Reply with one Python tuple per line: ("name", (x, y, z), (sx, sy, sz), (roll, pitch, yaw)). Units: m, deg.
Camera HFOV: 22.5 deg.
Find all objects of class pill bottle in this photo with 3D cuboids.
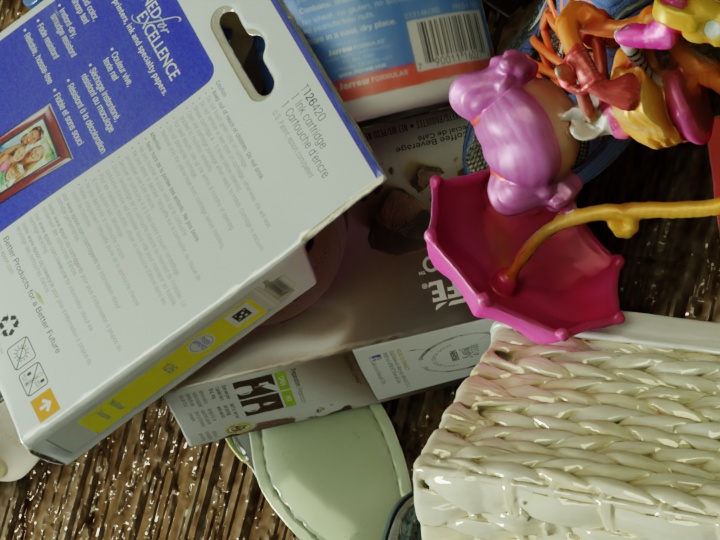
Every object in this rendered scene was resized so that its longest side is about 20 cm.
("pill bottle", (-0.009, -0.170, 0.858), (0.112, 0.112, 0.201), (-13, 92, 24))

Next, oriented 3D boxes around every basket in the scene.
("basket", (0.132, 0.108, 0.746), (0.199, 0.136, 0.123), (7, 34, 30))

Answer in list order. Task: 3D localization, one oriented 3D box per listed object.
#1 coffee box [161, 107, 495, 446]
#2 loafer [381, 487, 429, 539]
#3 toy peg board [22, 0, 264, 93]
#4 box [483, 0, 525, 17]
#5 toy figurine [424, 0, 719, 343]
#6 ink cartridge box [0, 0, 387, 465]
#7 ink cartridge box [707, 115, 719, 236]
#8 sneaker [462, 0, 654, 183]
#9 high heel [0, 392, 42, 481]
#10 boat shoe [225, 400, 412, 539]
("coffee box", (0.000, 0.000, 0.865), (0.199, 0.080, 0.113), (-13, 65, 0))
("loafer", (0.050, 0.195, 0.817), (0.072, 0.063, 0.201), (0, 77, -18))
("toy peg board", (-0.111, -0.197, 0.976), (0.200, 0.098, 0.200), (21, 86, 52))
("box", (0.107, -0.237, 0.916), (0.200, 0.075, 0.100), (-41, 60, 15))
("toy figurine", (0.106, -0.047, 0.722), (0.183, 0.150, 0.201), (-15, 112, 24))
("ink cartridge box", (-0.103, -0.048, 0.829), (0.200, 0.047, 0.198), (-34, 60, 8))
("ink cartridge box", (0.259, -0.029, 0.783), (0.199, 0.067, 0.117), (-13, 69, 24))
("sneaker", (0.102, -0.111, 0.783), (0.075, 0.078, 0.200), (46, 115, 25))
("high heel", (-0.178, 0.043, 1.016), (0.199, 0.071, 0.143), (-9, 42, 42))
("boat shoe", (-0.034, 0.072, 0.915), (0.072, 0.061, 0.202), (-29, 66, -10))
